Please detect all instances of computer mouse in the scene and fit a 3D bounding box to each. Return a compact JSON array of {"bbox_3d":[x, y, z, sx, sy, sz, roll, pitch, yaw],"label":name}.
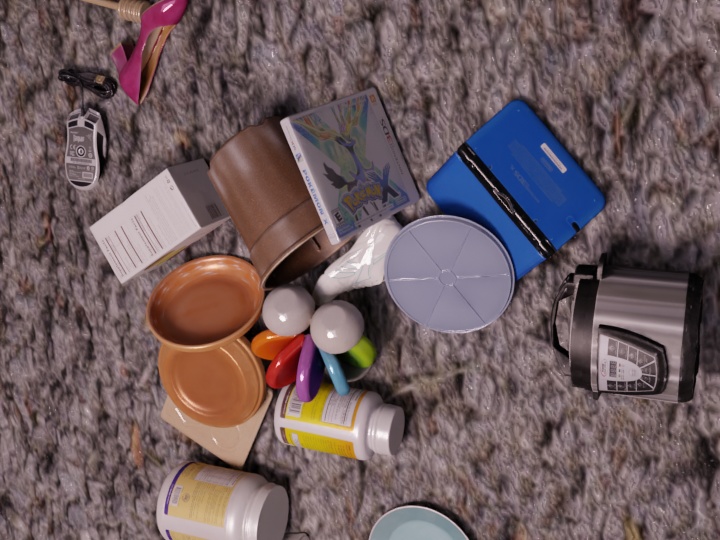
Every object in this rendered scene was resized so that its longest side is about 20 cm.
[{"bbox_3d":[-0.471,-0.241,1.556,0.108,0.044,0.204,9,103,16],"label":"computer mouse"}]

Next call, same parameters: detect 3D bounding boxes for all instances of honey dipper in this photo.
[{"bbox_3d":[-0.430,-0.442,1.485,0.197,0.038,0.039,18,111,22],"label":"honey dipper"}]

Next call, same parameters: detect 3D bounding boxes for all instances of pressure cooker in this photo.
[{"bbox_3d":[0.355,0.084,1.218,0.197,0.179,0.179,6,73,22],"label":"pressure cooker"}]

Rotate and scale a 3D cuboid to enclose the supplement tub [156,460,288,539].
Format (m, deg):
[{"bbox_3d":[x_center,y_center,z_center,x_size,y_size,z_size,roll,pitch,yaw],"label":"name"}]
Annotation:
[{"bbox_3d":[-0.240,0.422,1.585,0.197,0.145,0.148,6,107,21],"label":"supplement tub"}]

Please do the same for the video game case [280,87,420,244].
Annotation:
[{"bbox_3d":[-0.009,-0.154,1.293,0.022,0.199,0.185,-18,98,44],"label":"video game case"}]

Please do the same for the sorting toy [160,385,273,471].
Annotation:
[{"bbox_3d":[-0.254,0.235,1.603,0.184,0.036,0.202,31,119,13],"label":"sorting toy"}]

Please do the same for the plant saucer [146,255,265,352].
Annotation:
[{"bbox_3d":[-0.248,0.058,1.472,0.197,0.202,0.038,10,140,20],"label":"plant saucer"}]

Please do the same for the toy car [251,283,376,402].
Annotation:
[{"bbox_3d":[-0.077,0.127,1.399,0.197,0.152,0.176,17,156,17],"label":"toy car"}]

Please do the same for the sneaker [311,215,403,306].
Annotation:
[{"bbox_3d":[0.000,0.000,1.404,0.080,0.070,0.200,47,116,1],"label":"sneaker"}]

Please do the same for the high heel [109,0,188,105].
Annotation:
[{"bbox_3d":[-0.324,-0.353,1.441,0.199,0.067,0.097,-30,86,30],"label":"high heel"}]

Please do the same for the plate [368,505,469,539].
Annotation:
[{"bbox_3d":[0.107,0.483,1.520,0.197,0.026,0.204,7,108,21],"label":"plate"}]

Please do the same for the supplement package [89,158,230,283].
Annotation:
[{"bbox_3d":[-0.329,-0.082,1.498,0.199,0.114,0.111,-30,91,28],"label":"supplement package"}]

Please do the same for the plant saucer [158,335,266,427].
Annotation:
[{"bbox_3d":[-0.255,0.179,1.518,0.197,0.037,0.203,7,113,16],"label":"plant saucer"}]

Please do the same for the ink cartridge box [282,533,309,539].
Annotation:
[{"bbox_3d":[-0.176,0.565,1.632,0.197,0.084,0.147,-13,99,25],"label":"ink cartridge box"}]

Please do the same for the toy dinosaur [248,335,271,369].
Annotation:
[{"bbox_3d":[-0.227,0.104,1.535,0.197,0.047,0.090,18,94,8],"label":"toy dinosaur"}]

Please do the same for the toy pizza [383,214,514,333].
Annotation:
[{"bbox_3d":[0.132,0.004,1.348,0.197,0.032,0.203,8,121,13],"label":"toy pizza"}]

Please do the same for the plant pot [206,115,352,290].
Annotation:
[{"bbox_3d":[-0.118,-0.110,1.367,0.200,0.200,0.200,-40,79,27],"label":"plant pot"}]

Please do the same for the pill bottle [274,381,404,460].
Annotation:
[{"bbox_3d":[-0.033,0.243,1.465,0.197,0.109,0.111,8,108,21],"label":"pill bottle"}]

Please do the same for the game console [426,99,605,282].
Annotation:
[{"bbox_3d":[0.220,-0.110,1.306,0.170,0.118,0.201,-40,88,-4],"label":"game console"}]
